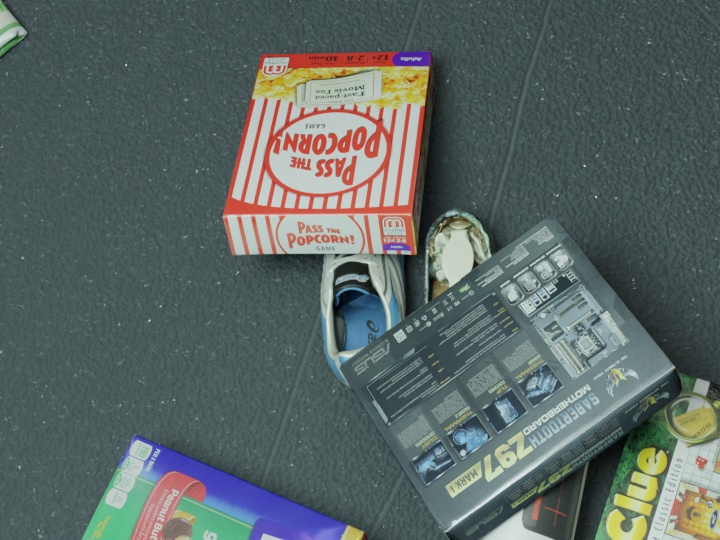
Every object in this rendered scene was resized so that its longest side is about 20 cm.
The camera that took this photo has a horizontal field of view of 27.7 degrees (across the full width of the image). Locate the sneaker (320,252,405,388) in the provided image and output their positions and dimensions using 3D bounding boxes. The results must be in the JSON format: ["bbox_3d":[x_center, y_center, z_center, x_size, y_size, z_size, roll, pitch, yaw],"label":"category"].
[{"bbox_3d":[0.000,0.000,1.172,0.071,0.073,0.201,-9,60,6],"label":"sneaker"}]

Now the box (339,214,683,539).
[{"bbox_3d":[0.106,0.078,1.054,0.199,0.051,0.158,-36,57,1],"label":"box"}]

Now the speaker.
[{"bbox_3d":[0.130,0.142,1.091,0.081,0.081,0.201,10,69,13],"label":"speaker"}]

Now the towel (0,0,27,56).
[{"bbox_3d":[-0.423,-0.234,1.365,0.152,0.023,0.200,-44,67,-11],"label":"towel"}]

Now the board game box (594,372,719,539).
[{"bbox_3d":[0.237,0.178,1.092,0.104,0.023,0.201,15,71,17],"label":"board game box"}]

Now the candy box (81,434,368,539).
[{"bbox_3d":[-0.113,0.242,1.087,0.199,0.077,0.170,20,71,15],"label":"candy box"}]

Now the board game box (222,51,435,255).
[{"bbox_3d":[-0.020,-0.099,1.198,0.150,0.047,0.201,0,47,9],"label":"board game box"}]

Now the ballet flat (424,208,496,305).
[{"bbox_3d":[0.076,0.044,1.147,0.074,0.074,0.202,-6,67,6],"label":"ballet flat"}]
